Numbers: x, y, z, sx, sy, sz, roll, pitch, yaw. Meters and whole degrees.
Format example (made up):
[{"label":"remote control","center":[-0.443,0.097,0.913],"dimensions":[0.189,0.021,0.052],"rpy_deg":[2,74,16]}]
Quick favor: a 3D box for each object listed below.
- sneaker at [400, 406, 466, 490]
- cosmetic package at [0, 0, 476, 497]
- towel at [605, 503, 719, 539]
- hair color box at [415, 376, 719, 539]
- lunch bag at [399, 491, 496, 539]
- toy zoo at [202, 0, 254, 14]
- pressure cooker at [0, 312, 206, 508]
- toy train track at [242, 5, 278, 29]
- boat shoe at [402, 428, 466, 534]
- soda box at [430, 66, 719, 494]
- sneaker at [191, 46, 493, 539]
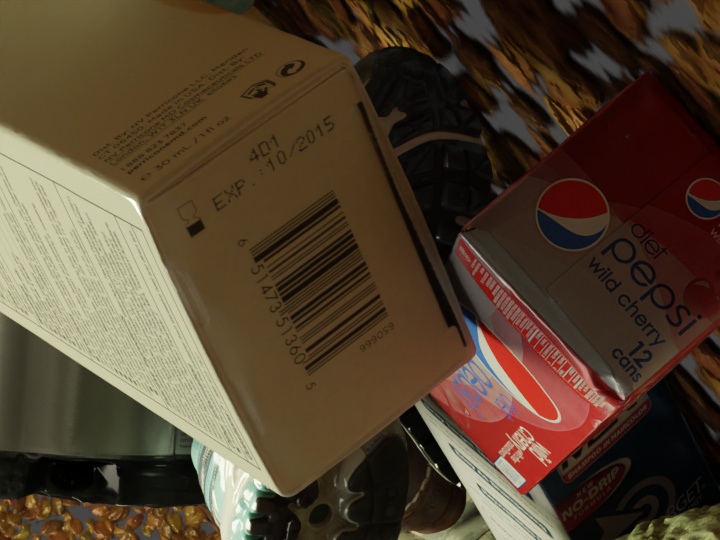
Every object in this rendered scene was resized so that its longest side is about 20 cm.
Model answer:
[{"label":"sneaker","center":[0.000,0.000,1.032],"dimensions":[0.088,0.076,0.200],"rpy_deg":[47,172,50]},{"label":"cosmetic package","center":[-0.063,-0.023,0.778],"dimensions":[0.200,0.071,0.105],"rpy_deg":[28,148,53]},{"label":"towel","center":[0.113,0.150,0.952],"dimensions":[0.148,0.037,0.200],"rpy_deg":[-14,136,28]},{"label":"hair color box","center":[0.083,0.079,0.987],"dimensions":[0.100,0.061,0.200],"rpy_deg":[39,166,45]},{"label":"lunch bag","center":[0.045,0.169,1.182],"dimensions":[0.139,0.168,0.200],"rpy_deg":[52,170,-17]},{"label":"toy zoo","center":[-0.101,-0.133,0.822],"dimensions":[0.200,0.020,0.131],"rpy_deg":[44,160,27]},{"label":"pressure cooker","center":[-0.108,-0.017,1.042],"dimensions":[0.176,0.178,0.201],"rpy_deg":[-95,9,-86]},{"label":"toy train track","center":[-0.063,-0.102,0.864],"dimensions":[0.115,0.033,0.200],"rpy_deg":[44,167,24]},{"label":"boat shoe","center":[-0.016,0.031,1.160],"dimensions":[0.070,0.070,0.200],"rpy_deg":[25,-149,-46]},{"label":"soda box","center":[0.063,0.010,0.785],"dimensions":[0.063,0.070,0.200],"rpy_deg":[49,170,5]},{"label":"sneaker","center":[-0.021,0.010,0.912],"dimensions":[0.086,0.077,0.200],"rpy_deg":[46,129,46]}]
